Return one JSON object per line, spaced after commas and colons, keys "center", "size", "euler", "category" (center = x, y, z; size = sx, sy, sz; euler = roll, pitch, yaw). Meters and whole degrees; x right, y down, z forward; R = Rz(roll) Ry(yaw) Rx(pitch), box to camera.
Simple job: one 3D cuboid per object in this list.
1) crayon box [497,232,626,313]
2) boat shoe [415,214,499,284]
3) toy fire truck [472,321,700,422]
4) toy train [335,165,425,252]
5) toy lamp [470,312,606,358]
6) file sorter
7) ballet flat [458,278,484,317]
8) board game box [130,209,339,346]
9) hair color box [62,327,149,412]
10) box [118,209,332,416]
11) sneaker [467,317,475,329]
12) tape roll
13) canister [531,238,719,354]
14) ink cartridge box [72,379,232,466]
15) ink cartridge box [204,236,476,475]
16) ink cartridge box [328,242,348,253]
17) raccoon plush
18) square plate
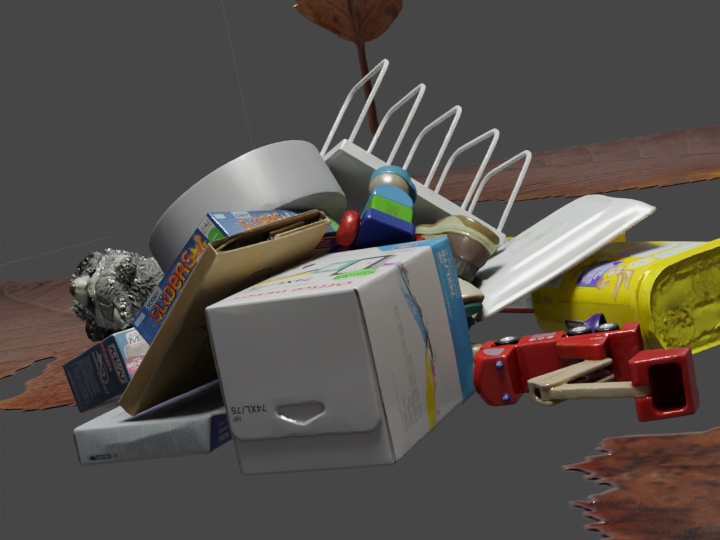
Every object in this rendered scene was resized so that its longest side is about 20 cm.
{"center": [0.191, 0.003, 1.588], "size": [0.172, 0.059, 0.199], "euler": [-17, 10, -38], "category": "crayon box"}
{"center": [0.076, -0.006, 1.361], "size": [0.066, 0.072, 0.201], "euler": [-58, 10, -18], "category": "boat shoe"}
{"center": [0.179, 0.086, 1.094], "size": [0.198, 0.049, 0.141], "euler": [-9, 10, 22], "category": "toy fire truck"}
{"center": [0.000, 0.000, 1.311], "size": [0.084, 0.201, 0.116], "euler": [20, 38, -7], "category": "toy train"}
{"center": [0.126, 0.076, 1.219], "size": [0.198, 0.059, 0.058], "euler": [-6, 10, 22], "category": "toy lamp"}
{"center": [0.065, -0.112, 1.435], "size": [0.199, 0.125, 0.139], "euler": [30, -18, -12], "category": "file sorter"}
{"center": [0.061, 0.036, 1.294], "size": [0.069, 0.070, 0.200], "euler": [-15, -15, -23], "category": "ballet flat"}
{"center": [-0.111, 0.004, 1.255], "size": [0.136, 0.034, 0.200], "euler": [-52, -20, 21], "category": "board game box"}
{"center": [-0.236, 0.096, 1.408], "size": [0.099, 0.061, 0.200], "euler": [-20, -3, -29], "category": "hair color box"}
{"center": [-0.122, 0.037, 1.205], "size": [0.163, 0.021, 0.201], "euler": [-22, -29, -54], "category": "box"}
{"center": [0.026, 0.048, 1.410], "size": [0.198, 0.091, 0.066], "euler": [-14, 10, -11], "category": "sneaker"}
{"center": [-0.112, -0.044, 1.350], "size": [0.199, 0.066, 0.200], "euler": [-30, -15, -9], "category": "tape roll"}
{"center": [0.272, 0.021, 1.266], "size": [0.147, 0.087, 0.200], "euler": [-18, 9, -24], "category": "canister"}
{"center": [-0.133, 0.129, 1.253], "size": [0.198, 0.041, 0.199], "euler": [-10, 7, 27], "category": "ink cartridge box"}
{"center": [-0.010, 0.069, 1.130], "size": [0.145, 0.147, 0.200], "euler": [-8, 9, 26], "category": "ink cartridge box"}
{"center": [-0.066, 0.033, 1.446], "size": [0.119, 0.042, 0.201], "euler": [-21, -28, -45], "category": "ink cartridge box"}
{"center": [-0.215, 0.011, 1.401], "size": [0.199, 0.098, 0.134], "euler": [-19, 5, -32], "category": "raccoon plush"}
{"center": [0.183, -0.022, 1.337], "size": [0.199, 0.029, 0.198], "euler": [-32, 7, 0], "category": "square plate"}
